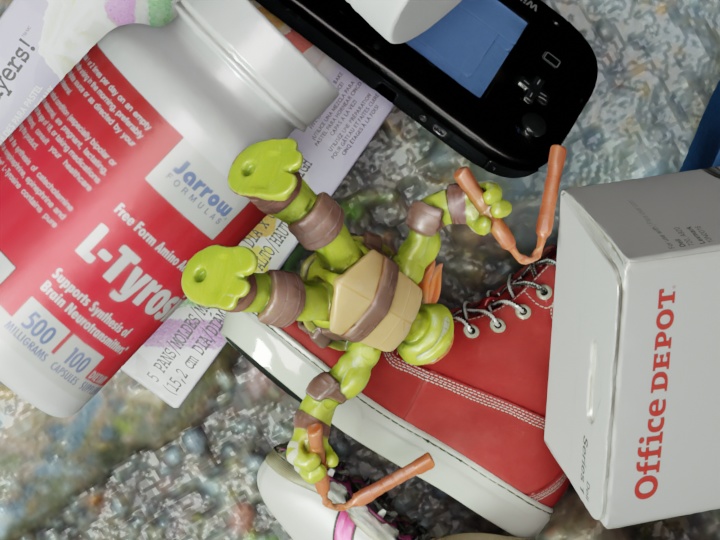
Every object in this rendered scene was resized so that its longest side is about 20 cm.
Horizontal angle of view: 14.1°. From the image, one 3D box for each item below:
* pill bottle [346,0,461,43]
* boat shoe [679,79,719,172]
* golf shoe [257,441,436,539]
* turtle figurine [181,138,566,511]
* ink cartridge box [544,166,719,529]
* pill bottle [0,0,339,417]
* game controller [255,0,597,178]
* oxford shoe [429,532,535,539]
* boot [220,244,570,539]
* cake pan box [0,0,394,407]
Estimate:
[{"bbox_3d":[-0.025,-0.202,1.324,0.120,0.120,0.200,-45,79,2],"label":"pill bottle"},{"bbox_3d":[0.205,-0.065,1.428,0.068,0.084,0.201,23,110,-11],"label":"boat shoe"},{"bbox_3d":[0.013,0.172,1.435,0.092,0.073,0.200,-44,95,4],"label":"golf shoe"},{"bbox_3d":[0.000,0.000,1.327,0.161,0.064,0.201,33,92,-42],"label":"turtle figurine"},{"bbox_3d":[0.192,0.027,1.375,0.199,0.084,0.147,-8,120,-17],"label":"ink cartridge box"},{"bbox_3d":[-0.107,-0.039,1.343,0.112,0.112,0.200,43,93,-5],"label":"pill bottle"},{"bbox_3d":[0.022,-0.129,1.403,0.200,0.042,0.105,37,57,-4],"label":"game controller"},{"bbox_3d":[0.117,0.153,1.406,0.199,0.071,0.074,14,136,-30],"label":"oxford shoe"},{"bbox_3d":[0.041,0.024,1.414,0.199,0.072,0.145,30,92,-23],"label":"boot"},{"bbox_3d":[-0.109,-0.060,1.422,0.184,0.052,0.200,37,93,-3],"label":"cake pan box"}]
